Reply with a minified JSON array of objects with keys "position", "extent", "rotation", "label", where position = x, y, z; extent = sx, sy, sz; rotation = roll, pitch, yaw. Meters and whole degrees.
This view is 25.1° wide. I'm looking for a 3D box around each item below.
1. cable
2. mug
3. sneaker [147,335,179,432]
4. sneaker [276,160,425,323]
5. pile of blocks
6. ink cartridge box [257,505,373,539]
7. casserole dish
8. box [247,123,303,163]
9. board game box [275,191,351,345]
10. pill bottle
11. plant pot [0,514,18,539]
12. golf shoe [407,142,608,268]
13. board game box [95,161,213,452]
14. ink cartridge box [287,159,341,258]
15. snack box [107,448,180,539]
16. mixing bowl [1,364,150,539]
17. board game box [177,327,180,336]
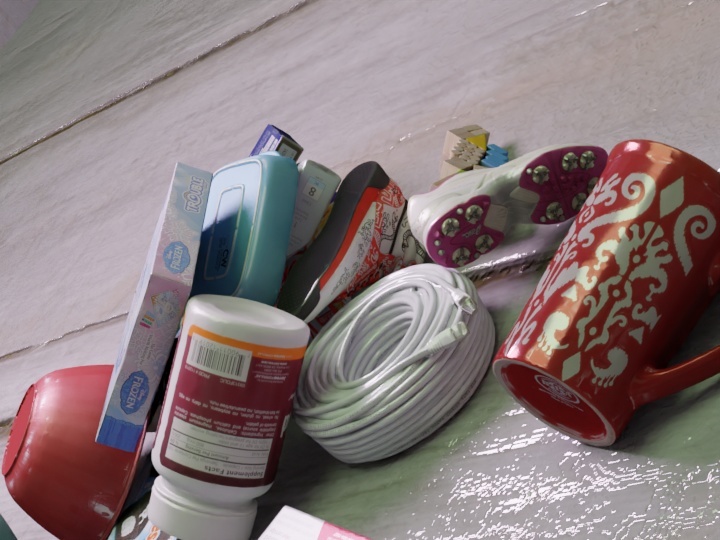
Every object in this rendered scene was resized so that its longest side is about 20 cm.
[{"position":[0.028,0.080,1.441],"extent":[0.199,0.069,0.200],"rotation":[-40,24,9],"label":"cable"},{"position":[0.205,0.020,1.200],"extent":[0.201,0.133,0.177],"rotation":[-54,25,-18],"label":"mug"},{"position":[-0.154,0.115,1.602],"extent":[0.200,0.088,0.080],"rotation":[145,128,-63],"label":"sneaker"},{"position":[0.001,-0.001,1.568],"extent":[0.067,0.108,0.202],"rotation":[-14,39,45],"label":"sneaker"},{"position":[0.112,-0.080,1.608],"extent":[0.200,0.081,0.063],"rotation":[-71,-7,-62],"label":"pile of blocks"},{"position":[-0.061,0.290,1.206],"extent":[0.200,0.084,0.145],"rotation":[-50,25,-18],"label":"ink cartridge box"},{"position":[-0.121,-0.031,1.582],"extent":[0.120,0.039,0.202],"rotation":[-11,62,45],"label":"casserole dish"},{"position":[-0.109,-0.093,1.727],"extent":[0.122,0.032,0.200],"rotation":[-60,12,5],"label":"box"},{"position":[-0.075,0.019,1.721],"extent":[0.151,0.046,0.201],"rotation":[-33,25,22],"label":"board game box"},{"position":[-0.120,0.132,1.426],"extent":[0.114,0.113,0.202],"rotation":[-145,68,-66],"label":"pill bottle"},{"position":[-0.428,0.302,1.621],"extent":[0.160,0.202,0.200],"rotation":[-35,20,-22],"label":"plant pot"},{"position":[0.132,-0.075,1.469],"extent":[0.198,0.076,0.091],"rotation":[-22,31,-18],"label":"golf shoe"},{"position":[-0.194,0.033,1.535],"extent":[0.201,0.043,0.200],"rotation":[-88,16,-57],"label":"board game box"},{"position":[-0.094,-0.014,1.667],"extent":[0.202,0.047,0.160],"rotation":[-64,11,-5],"label":"ink cartridge box"},{"position":[-0.186,0.238,1.537],"extent":[0.115,0.037,0.201],"rotation":[-24,30,35],"label":"snack box"},{"position":[-0.294,0.175,1.624],"extent":[0.201,0.107,0.202],"rotation":[-54,25,39],"label":"mixing bowl"},{"position":[-0.196,0.047,1.820],"extent":[0.201,0.029,0.135],"rotation":[-60,4,-33],"label":"board game box"}]
